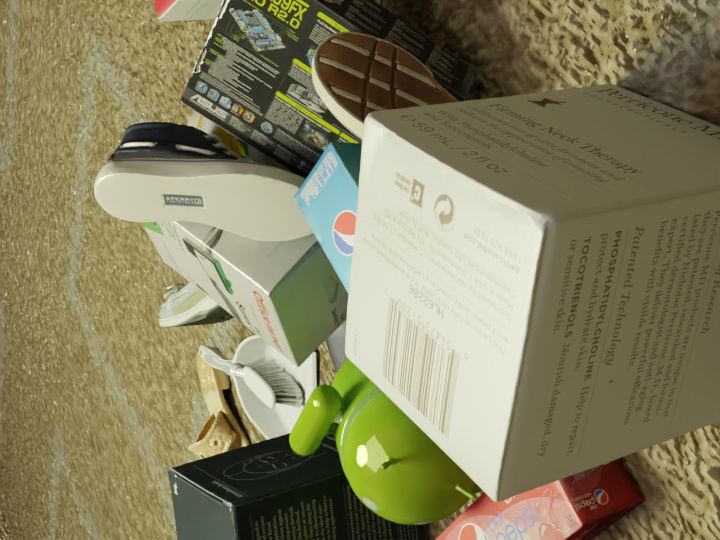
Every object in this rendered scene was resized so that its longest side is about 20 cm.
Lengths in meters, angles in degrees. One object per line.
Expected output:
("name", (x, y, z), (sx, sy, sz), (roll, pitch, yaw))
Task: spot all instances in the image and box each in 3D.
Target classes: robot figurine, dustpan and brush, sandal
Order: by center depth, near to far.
("robot figurine", (0.036, 0.127, 0.838), (0.200, 0.174, 0.117), (-119, 49, -73))
("dustpan and brush", (-0.124, 0.122, 1.192), (0.199, 0.057, 0.141), (29, 124, 53))
("sandal", (-0.192, 0.209, 1.326), (0.078, 0.069, 0.214), (-38, 67, 56))

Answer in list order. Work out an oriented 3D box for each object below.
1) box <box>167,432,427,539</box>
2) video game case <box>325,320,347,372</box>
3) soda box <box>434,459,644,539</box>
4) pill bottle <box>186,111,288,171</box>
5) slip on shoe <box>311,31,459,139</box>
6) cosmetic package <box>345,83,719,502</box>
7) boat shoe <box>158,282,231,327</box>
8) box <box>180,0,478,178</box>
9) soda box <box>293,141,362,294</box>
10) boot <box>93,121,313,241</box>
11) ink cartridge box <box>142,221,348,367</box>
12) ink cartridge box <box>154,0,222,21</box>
("box", (-0.059, 0.227, 0.982), (0.148, 0.198, 0.109), (7, 105, 58))
("video game case", (0.000, 0.000, 0.988), (0.200, 0.019, 0.144), (-40, 65, 55))
("soda box", (0.128, 0.196, 0.792), (0.070, 0.063, 0.201), (62, 146, 26))
("pill bottle", (-0.099, -0.127, 1.020), (0.199, 0.112, 0.114), (14, 111, 56))
("slip on shoe", (0.050, -0.101, 0.758), (0.198, 0.077, 0.061), (28, 158, 4))
("cosmetic package", (0.118, -0.001, 0.611), (0.167, 0.198, 0.168), (38, 131, 48))
("boat shoe", (-0.190, 0.029, 1.269), (0.201, 0.074, 0.066), (-24, 73, 55))
("box", (-0.030, -0.148, 0.831), (0.199, 0.044, 0.161), (31, 134, -6))
("soda box", (0.030, -0.002, 0.773), (0.064, 0.067, 0.201), (-50, 58, 36))
("boot", (-0.121, -0.085, 0.884), (0.091, 0.197, 0.073), (-79, -3, -47))
("ink cartridge box", (-0.112, -0.020, 0.967), (0.199, 0.084, 0.147), (35, 160, 26))
("ink cartridge box", (-0.163, -0.352, 0.995), (0.084, 0.174, 0.203), (-15, 86, 59))
